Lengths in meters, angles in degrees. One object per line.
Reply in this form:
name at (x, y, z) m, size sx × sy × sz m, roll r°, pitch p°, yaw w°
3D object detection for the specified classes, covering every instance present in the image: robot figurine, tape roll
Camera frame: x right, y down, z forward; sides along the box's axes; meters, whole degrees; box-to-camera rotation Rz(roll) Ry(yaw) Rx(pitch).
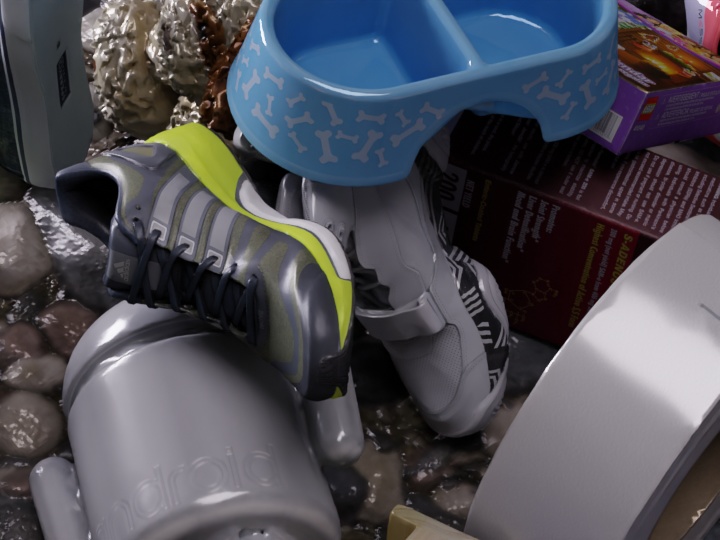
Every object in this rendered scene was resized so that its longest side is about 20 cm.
robot figurine at (-0.076, 0.089, 1.067) m, size 0.169 × 0.113 × 0.201 m, roll -24°, pitch 54°, yaw 7°
tape roll at (0.134, 0.075, 1.051) m, size 0.071 × 0.203 × 0.202 m, roll 36°, pitch 55°, yaw 20°

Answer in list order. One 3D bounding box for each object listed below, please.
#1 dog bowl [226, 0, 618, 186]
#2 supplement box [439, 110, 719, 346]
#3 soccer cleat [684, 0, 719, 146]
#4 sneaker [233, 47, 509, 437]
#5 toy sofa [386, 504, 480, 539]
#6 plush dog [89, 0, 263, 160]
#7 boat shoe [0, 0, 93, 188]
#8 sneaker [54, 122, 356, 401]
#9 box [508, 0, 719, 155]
dog bowl at (0.035, -0.107, 1.075) m, size 0.199 × 0.050 × 0.112 m, roll -14°, pitch 53°, yaw -23°
supplement box at (0.125, -0.010, 1.178) m, size 0.199 × 0.109 × 0.061 m, roll 21°, pitch 50°, yaw 10°
soccer cleat at (0.206, -0.167, 1.273) m, size 0.066 × 0.076 × 0.201 m, roll -7°, pitch 97°, yaw -11°
sneaker at (0.000, 0.000, 1.112) m, size 0.115 × 0.201 × 0.075 m, roll -25°, pitch 15°, yaw -40°
toy sofa at (0.006, 0.194, 0.945) m, size 0.097 × 0.083 × 0.200 m, roll 22°, pitch 38°, yaw 24°
plush dog at (-0.055, -0.103, 1.186) m, size 0.160 × 0.172 × 0.201 m, roll -4°, pitch 51°, yaw -11°
boat shoe at (-0.193, -0.124, 1.168) m, size 0.090 × 0.201 × 0.071 m, roll 16°, pitch 50°, yaw 11°
sneaker at (-0.070, 0.002, 1.022) m, size 0.081 × 0.074 × 0.200 m, roll -13°, pitch 33°, yaw -31°
box at (0.094, -0.132, 1.210) m, size 0.200 × 0.039 × 0.137 m, roll 34°, pitch 24°, yaw 23°
